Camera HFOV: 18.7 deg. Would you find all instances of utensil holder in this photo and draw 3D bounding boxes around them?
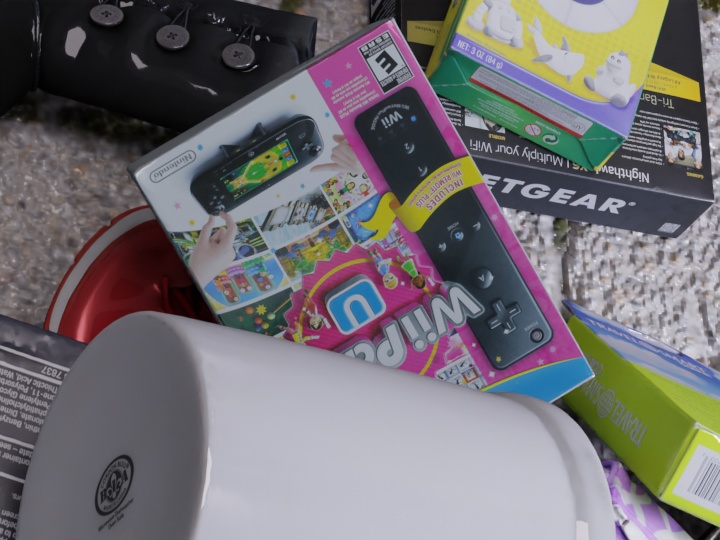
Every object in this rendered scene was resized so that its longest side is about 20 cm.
[{"bbox_3d":[-0.022,0.114,0.921,0.200,0.170,0.170,18,57,-31],"label":"utensil holder"}]

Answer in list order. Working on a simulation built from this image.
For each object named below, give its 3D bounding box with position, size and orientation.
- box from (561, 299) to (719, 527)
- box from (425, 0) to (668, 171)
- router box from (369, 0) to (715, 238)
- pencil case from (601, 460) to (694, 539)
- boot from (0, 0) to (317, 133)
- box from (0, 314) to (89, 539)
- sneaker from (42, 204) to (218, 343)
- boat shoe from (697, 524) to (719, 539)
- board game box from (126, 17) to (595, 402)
[{"bbox_3d":[0.176,0.085,1.149,0.122,0.200,0.048,25,99,-20],"label":"box"},{"bbox_3d":[0.120,-0.167,1.261,0.117,0.048,0.200,25,56,-10],"label":"box"},{"bbox_3d":[0.105,-0.113,1.286,0.200,0.052,0.157,10,61,-18],"label":"router box"},{"bbox_3d":[0.169,0.178,1.090,0.200,0.086,0.084,40,53,-3],"label":"pencil case"},{"bbox_3d":[-0.131,-0.091,1.151,0.200,0.066,0.165,18,57,-4],"label":"boot"},{"bbox_3d":[-0.210,0.124,0.986,0.200,0.123,0.199,20,57,-13],"label":"box"},{"bbox_3d":[-0.062,0.001,1.109,0.200,0.115,0.078,-44,128,-33],"label":"sneaker"},{"bbox_3d":[0.212,0.166,1.178,0.071,0.063,0.200,45,57,2],"label":"boat shoe"},{"bbox_3d":[0.000,0.000,1.061,0.147,0.064,0.200,-31,99,-6],"label":"board game box"}]
